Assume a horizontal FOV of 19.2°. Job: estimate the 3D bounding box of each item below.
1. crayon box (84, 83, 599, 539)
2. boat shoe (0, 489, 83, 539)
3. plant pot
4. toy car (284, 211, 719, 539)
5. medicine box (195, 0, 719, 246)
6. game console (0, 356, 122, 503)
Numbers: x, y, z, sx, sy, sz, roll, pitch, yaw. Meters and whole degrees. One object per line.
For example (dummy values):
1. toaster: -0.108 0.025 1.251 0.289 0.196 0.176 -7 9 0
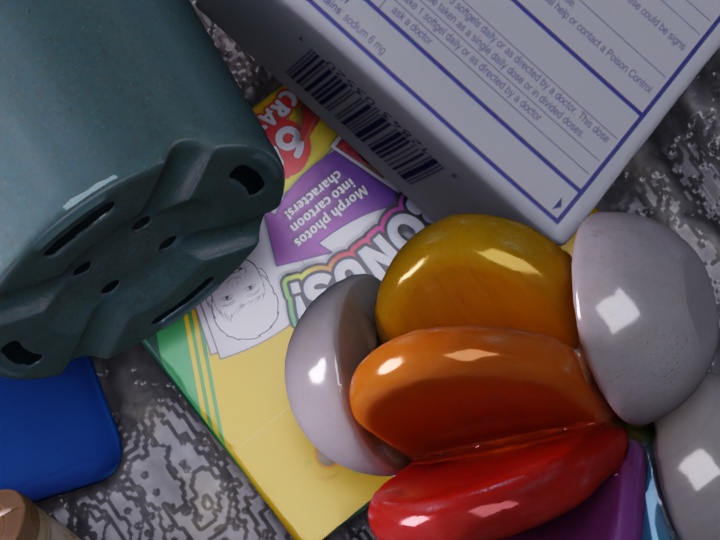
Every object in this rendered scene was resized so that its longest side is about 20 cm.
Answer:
1. crayon box: 0.000 0.000 0.978 0.200 0.058 0.173 -39 81 -8
2. boat shoe: -0.194 0.185 0.927 0.200 0.071 0.064 -43 125 10
3. plant pot: -0.143 -0.075 0.887 0.200 0.200 0.197 -32 69 -7
4. toy car: 0.066 0.083 0.839 0.174 0.201 0.150 -15 32 26
5. medicine box: 0.063 -0.138 0.911 0.182 0.103 0.200 41 77 -7
6. game console: -0.235 0.038 0.988 0.170 0.118 0.201 -27 77 25
